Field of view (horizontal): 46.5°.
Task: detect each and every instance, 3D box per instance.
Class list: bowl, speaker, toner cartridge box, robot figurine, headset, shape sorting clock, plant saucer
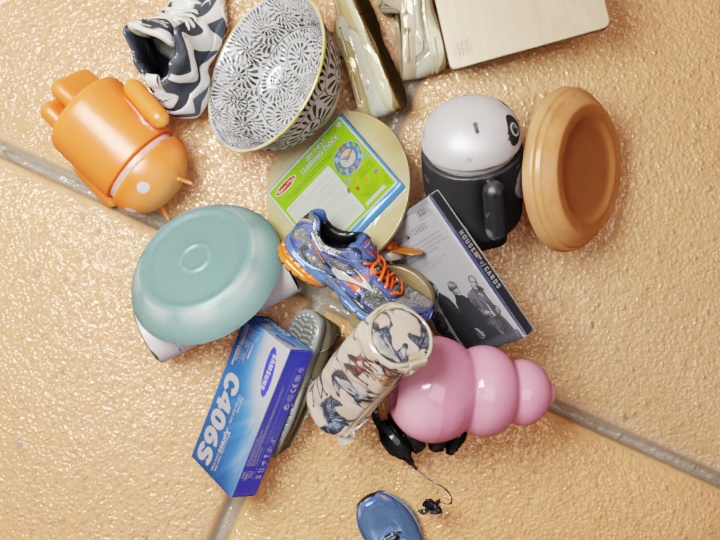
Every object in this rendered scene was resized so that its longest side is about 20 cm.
[{"bbox_3d":[-0.088,-0.225,1.024,0.199,0.094,0.203,-14,67,37],"label":"bowl"},{"bbox_3d":[-0.177,0.035,1.049,0.198,0.081,0.082,-28,92,-1],"label":"speaker"},{"bbox_3d":[-0.136,0.166,1.031,0.095,0.043,0.202,30,103,39],"label":"toner cartridge box"},{"bbox_3d":[0.138,-0.114,1.012,0.149,0.202,0.125,25,53,32],"label":"robot figurine"},{"bbox_3d":[0.080,0.211,1.080,0.122,0.094,0.203,-9,76,-5],"label":"headset"},{"bbox_3d":[-0.029,-0.099,1.040,0.197,0.039,0.203,-3,83,22],"label":"shape sorting clock"},{"bbox_3d":[-0.194,-0.007,1.011,0.197,0.036,0.202,-8,55,12],"label":"plant saucer"},{"bbox_3d":[-0.292,-0.153,1.020,0.200,0.117,0.144,44,88,-3],"label":"robot figurine"},{"bbox_3d":[0.266,-0.123,1.024,0.199,0.037,0.203,-8,101,-45],"label":"plant saucer"}]

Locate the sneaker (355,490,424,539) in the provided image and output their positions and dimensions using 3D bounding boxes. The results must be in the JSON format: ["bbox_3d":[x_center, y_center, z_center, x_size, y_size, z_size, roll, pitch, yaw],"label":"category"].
[{"bbox_3d":[0.060,0.373,1.062,0.078,0.089,0.201,-30,92,-3],"label":"sneaker"}]

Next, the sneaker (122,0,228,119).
[{"bbox_3d":[-0.223,-0.295,1.002,0.078,0.130,0.202,12,85,13],"label":"sneaker"}]

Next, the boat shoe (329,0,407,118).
[{"bbox_3d":[-0.008,-0.285,1.053,0.066,0.074,0.202,-22,85,23],"label":"boat shoe"}]

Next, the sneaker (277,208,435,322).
[{"bbox_3d":[0.000,0.000,0.964,0.198,0.075,0.079,29,118,2],"label":"sneaker"}]

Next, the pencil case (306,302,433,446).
[{"bbox_3d":[0.009,0.117,0.941,0.077,0.200,0.090,-19,68,-36],"label":"pencil case"}]

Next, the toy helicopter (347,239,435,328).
[{"bbox_3d":[0.002,0.007,1.053,0.198,0.079,0.134,25,112,12],"label":"toy helicopter"}]

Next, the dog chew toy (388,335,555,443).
[{"bbox_3d":[0.135,0.144,0.999,0.197,0.125,0.126,4,91,-8],"label":"dog chew toy"}]

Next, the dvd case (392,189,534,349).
[{"bbox_3d":[0.107,0.012,1.032,0.025,0.150,0.201,-36,93,-32],"label":"dvd case"}]

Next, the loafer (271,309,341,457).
[{"bbox_3d":[-0.074,0.147,1.056,0.069,0.075,0.202,9,111,-45],"label":"loafer"}]

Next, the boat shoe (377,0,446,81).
[{"bbox_3d":[0.054,-0.343,1.056,0.064,0.072,0.203,-15,97,-3],"label":"boat shoe"}]

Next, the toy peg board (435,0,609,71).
[{"bbox_3d":[0.193,-0.371,1.062,0.197,0.098,0.203,-13,91,14],"label":"toy peg board"}]
